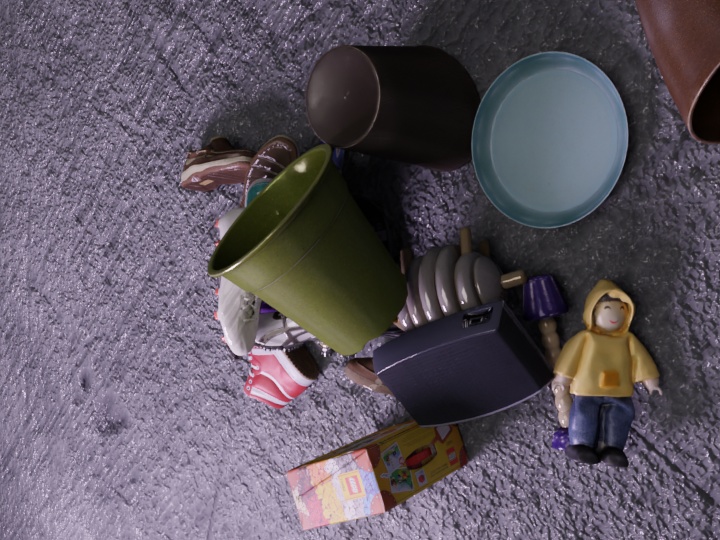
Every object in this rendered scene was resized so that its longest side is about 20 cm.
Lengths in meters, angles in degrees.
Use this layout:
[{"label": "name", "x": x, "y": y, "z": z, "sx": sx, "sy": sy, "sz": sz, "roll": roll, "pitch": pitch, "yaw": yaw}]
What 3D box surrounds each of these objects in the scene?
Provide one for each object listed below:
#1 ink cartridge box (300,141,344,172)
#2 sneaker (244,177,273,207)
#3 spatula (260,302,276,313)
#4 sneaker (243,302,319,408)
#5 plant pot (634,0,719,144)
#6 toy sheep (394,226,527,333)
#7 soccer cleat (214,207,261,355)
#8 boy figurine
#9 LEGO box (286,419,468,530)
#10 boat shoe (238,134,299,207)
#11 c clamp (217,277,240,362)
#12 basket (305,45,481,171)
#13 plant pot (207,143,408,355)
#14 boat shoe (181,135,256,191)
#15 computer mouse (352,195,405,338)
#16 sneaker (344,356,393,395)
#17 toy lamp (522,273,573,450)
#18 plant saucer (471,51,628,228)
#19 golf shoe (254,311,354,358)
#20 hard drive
[{"label": "ink cartridge box", "x": -0.065, "y": -0.098, "z": 1.080, "sx": 0.196, "sy": 0.042, "sz": 0.205, "roll": -128, "pitch": 43, "yaw": -72}, {"label": "sneaker", "x": -0.133, "y": -0.039, "z": 1.138, "sx": 0.202, "sy": 0.070, "sz": 0.081, "roll": 96, "pitch": 169, "yaw": -46}, {"label": "spatula", "x": -0.115, "y": 0.015, "z": 1.122, "sx": 0.202, "sy": 0.055, "sz": 0.021, "roll": 101, "pitch": 164, "yaw": -52}, {"label": "sneaker", "x": -0.158, "y": 0.123, "z": 1.233, "sx": 0.113, "sy": 0.071, "sz": 0.201, "roll": -47, "pitch": 70, "yaw": 28}, {"label": "plant pot", "x": 0.343, "y": -0.261, "z": 0.745, "sx": 0.187, "sy": 0.185, "sz": 0.203, "roll": -45, "pitch": 55, "yaw": 32}, {"label": "toy sheep", "x": 0.115, "y": 0.028, "z": 0.974, "sx": 0.197, "sy": 0.137, "sz": 0.141, "roll": -21, "pitch": 83, "yaw": 36}, {"label": "soccer cleat", "x": -0.156, "y": 0.016, "z": 1.072, "sx": 0.076, "sy": 0.069, "sz": 0.205, "roll": -1, "pitch": 93, "yaw": 23}, {"label": "boy figurine", "x": 0.280, "y": 0.113, "z": 0.879, "sx": 0.121, "sy": 0.064, "sz": 0.205, "roll": 7, "pitch": 89, "yaw": 7}, {"label": "LEGO box", "x": 0.025, "y": 0.258, "z": 1.024, "sx": 0.147, "sy": 0.198, "sz": 0.079, "roll": -25, "pitch": 80, "yaw": 37}, {"label": "boat shoe", "x": -0.136, "y": -0.127, "z": 1.179, "sx": 0.071, "sy": 0.076, "sz": 0.201, "roll": 37, "pitch": 127, "yaw": 3}, {"label": "c clamp", "x": -0.208, "y": 0.054, "z": 1.228, "sx": 0.172, "sy": 0.026, "sz": 0.204, "roll": 102, "pitch": 157, "yaw": -66}, {"label": "basket", "x": 0.037, "y": -0.204, "z": 0.958, "sx": 0.136, "sy": 0.198, "sz": 0.182, "roll": -45, "pitch": 70, "yaw": 32}, {"label": "plant pot", "x": -0.044, "y": -0.008, "z": 0.918, "sx": 0.198, "sy": 0.202, "sz": 0.190, "roll": -31, "pitch": 115, "yaw": 36}, {"label": "boat shoe", "x": -0.226, "y": -0.179, "z": 1.240, "sx": 0.200, "sy": 0.074, "sz": 0.077, "roll": -4, "pitch": 78, "yaw": 47}, {"label": "computer mouse", "x": 0.000, "y": 0.000, "z": 1.082, "sx": 0.053, "sy": 0.135, "sz": 0.205, "roll": 148, "pitch": 115, "yaw": -75}, {"label": "sneaker", "x": 0.072, "y": 0.136, "z": 1.065, "sx": 0.196, "sy": 0.070, "sz": 0.077, "roll": 14, "pitch": 93, "yaw": 28}, {"label": "toy lamp", "x": 0.234, "y": 0.106, "z": 0.934, "sx": 0.057, "sy": 0.058, "sz": 0.205, "roll": -14, "pitch": 89, "yaw": 38}, {"label": "plant saucer", "x": 0.224, "y": -0.153, "z": 0.928, "sx": 0.197, "sy": 0.027, "sz": 0.205, "roll": 6, "pitch": 100, "yaw": 38}, {"label": "golf shoe", "x": -0.088, "y": 0.066, "z": 1.131, "sx": 0.195, "sy": 0.078, "sz": 0.097, "roll": 3, "pitch": 110, "yaw": 4}, {"label": "hard drive", "x": 0.117, "y": 0.120, "z": 0.931, "sx": 0.198, "sy": 0.043, "sz": 0.136, "roll": -25, "pitch": 114, "yaw": 36}]
